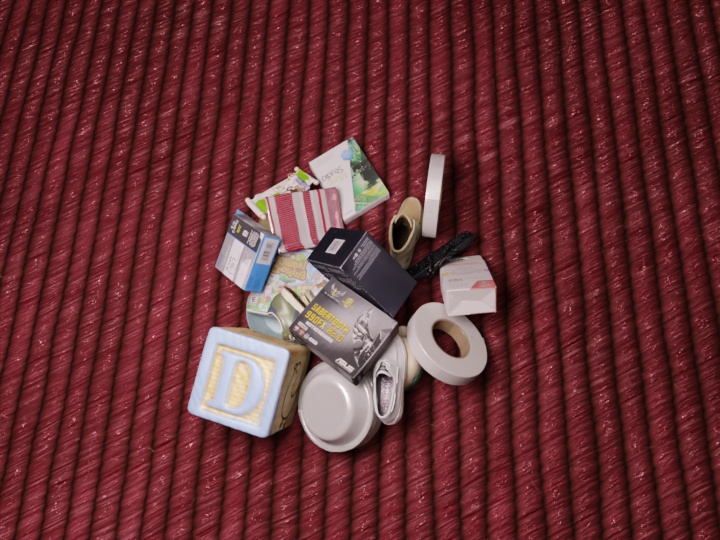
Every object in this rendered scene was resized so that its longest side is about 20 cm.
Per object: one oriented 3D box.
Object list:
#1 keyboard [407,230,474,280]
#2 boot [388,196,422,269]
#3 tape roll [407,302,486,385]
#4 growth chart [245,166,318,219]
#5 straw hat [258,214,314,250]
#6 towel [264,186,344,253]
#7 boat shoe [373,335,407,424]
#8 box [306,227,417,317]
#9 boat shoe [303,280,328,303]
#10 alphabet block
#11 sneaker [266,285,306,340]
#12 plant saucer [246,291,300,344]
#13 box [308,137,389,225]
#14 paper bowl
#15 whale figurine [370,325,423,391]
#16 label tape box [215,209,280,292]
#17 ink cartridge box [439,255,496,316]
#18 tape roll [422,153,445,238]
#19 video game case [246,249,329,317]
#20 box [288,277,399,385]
[{"bbox_3d":[0.194,-0.044,1.483,0.198,0.104,0.040,-35,113,-7],"label":"keyboard"},{"bbox_3d":[0.112,-0.113,1.483,0.070,0.155,0.204,13,73,9],"label":"boot"},{"bbox_3d":[0.200,0.166,1.379,0.199,0.037,0.206,20,42,-19],"label":"tape roll"},{"bbox_3d":[-0.203,-0.201,1.561,0.199,0.018,0.144,-36,41,-23],"label":"growth chart"},{"bbox_3d":[-0.188,-0.125,1.554,0.196,0.085,0.206,-2,71,5],"label":"straw hat"},{"bbox_3d":[-0.133,-0.128,1.507,0.196,0.023,0.148,-11,87,-27],"label":"towel"},{"bbox_3d":[0.057,0.228,1.310,0.070,0.069,0.205,-1,68,24],"label":"boat shoe"},{"bbox_3d":[0.000,0.000,1.399,0.182,0.199,0.105,44,76,-25],"label":"box"},{"bbox_3d":[-0.050,0.114,1.415,0.068,0.075,0.201,-35,83,-12],"label":"boat shoe"},{"bbox_3d":[-0.243,0.244,1.355,0.192,0.200,0.200,17,88,11],"label":"alphabet block"},{"bbox_3d":[-0.143,0.138,1.417,0.090,0.067,0.201,-44,77,5],"label":"sneaker"},{"bbox_3d":[-0.186,0.098,1.503,0.196,0.039,0.206,-2,71,6],"label":"plant saucer"},{"bbox_3d":[-0.031,-0.241,1.605,0.143,0.036,0.202,-31,73,-5],"label":"box"},{"bbox_3d":[-0.053,0.302,1.348,0.197,0.104,0.206,-4,83,29],"label":"paper bowl"},{"bbox_3d":[0.067,0.202,1.424,0.199,0.104,0.160,34,85,39],"label":"whale figurine"},{"bbox_3d":[-0.298,-0.056,1.488,0.198,0.063,0.147,31,104,38],"label":"label tape box"},{"bbox_3d":[0.251,0.032,1.435,0.113,0.201,0.069,-5,113,4],"label":"ink cartridge box"},{"bbox_3d":[0.181,-0.183,1.477,0.036,0.203,0.208,7,72,7],"label":"tape roll"},{"bbox_3d":[-0.169,0.032,1.491,0.195,0.022,0.186,9,73,9],"label":"video game case"},{"bbox_3d":[-0.036,0.131,1.325,0.198,0.049,0.159,33,71,26],"label":"box"}]
